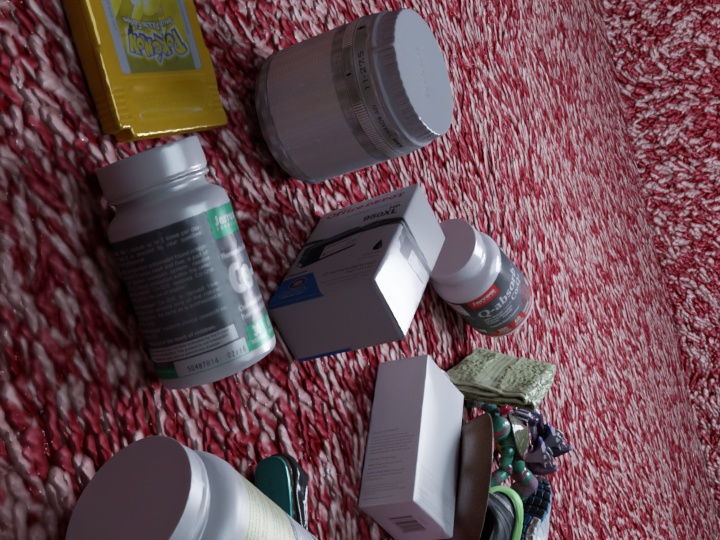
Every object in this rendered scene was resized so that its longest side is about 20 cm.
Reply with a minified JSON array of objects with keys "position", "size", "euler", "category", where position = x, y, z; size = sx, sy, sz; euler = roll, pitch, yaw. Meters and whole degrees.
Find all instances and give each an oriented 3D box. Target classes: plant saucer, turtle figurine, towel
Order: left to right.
[{"position":[0.135,0.284,1.256],"size":[0.200,0.036,0.204],"euler":[-169,-90,-88],"category":"plant saucer"},{"position":[0.208,0.260,1.429],"size":[0.200,0.099,0.152],"euler":[51,37,-48],"category":"turtle figurine"},{"position":[0.205,0.156,1.399],"size":[0.199,0.146,0.037],"euler":[-18,115,-66],"category":"towel"}]

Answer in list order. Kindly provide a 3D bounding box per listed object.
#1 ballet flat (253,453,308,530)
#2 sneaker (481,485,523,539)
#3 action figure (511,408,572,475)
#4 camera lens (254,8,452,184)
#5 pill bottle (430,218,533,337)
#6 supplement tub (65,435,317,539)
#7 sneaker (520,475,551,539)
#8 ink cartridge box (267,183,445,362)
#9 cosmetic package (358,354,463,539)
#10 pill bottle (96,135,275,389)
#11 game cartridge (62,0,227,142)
[{"position":[-0.071,0.282,0.937],"size":[0.068,0.067,0.203],"euler":[46,40,-56],"category":"ballet flat"},{"position":[0.183,0.409,1.357],"size":[0.082,0.077,0.204],"euler":[4,78,-24],"category":"sneaker"},{"position":[0.282,0.237,1.598],"size":[0.202,0.069,0.130],"euler":[63,36,-18],"category":"action figure"},{"position":[-0.011,-0.198,1.109],"size":[0.160,0.197,0.163],"euler":[34,49,-51],"category":"camera lens"},{"position":[0.174,0.012,1.446],"size":[0.200,0.114,0.118],"euler":[40,45,-47],"category":"pill bottle"},{"position":[-0.125,0.238,0.772],"size":[0.201,0.143,0.147],"euler":[51,37,-38],"category":"supplement tub"},{"position":[0.260,0.418,1.488],"size":[0.087,0.074,0.202],"euler":[61,38,-41],"category":"sneaker"},{"position":[0.000,0.000,1.102],"size":[0.085,0.143,0.201],"euler":[61,31,-24],"category":"ink cartridge box"},{"position":[0.067,0.221,1.199],"size":[0.113,0.080,0.202],"euler":[50,37,-40],"category":"cosmetic package"},{"position":[-0.156,-0.008,0.852],"size":[0.113,0.111,0.203],"euler":[-34,108,-60],"category":"pill bottle"},{"position":[-0.211,-0.232,0.936],"size":[0.176,0.032,0.203],"euler":[-26,100,-61],"category":"game cartridge"}]
